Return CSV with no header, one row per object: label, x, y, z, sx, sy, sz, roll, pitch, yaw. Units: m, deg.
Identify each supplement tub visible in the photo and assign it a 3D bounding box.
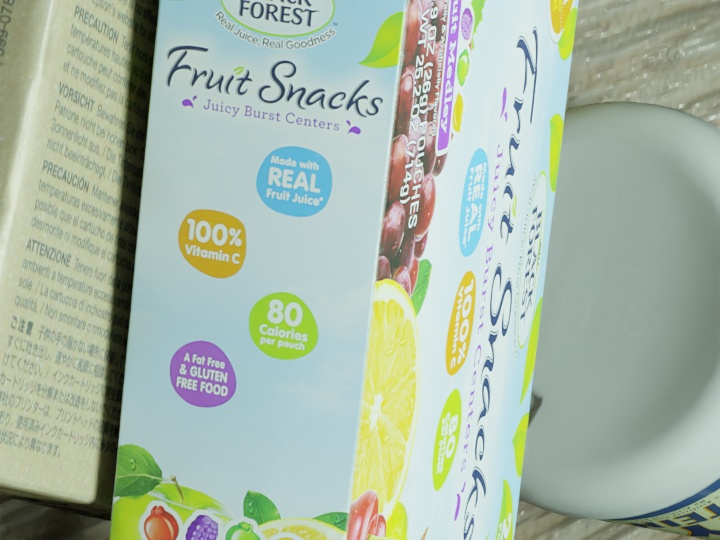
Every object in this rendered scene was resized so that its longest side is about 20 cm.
supplement tub,0.127,0.026,0.981,0.200,0.145,0.145,17,87,-56

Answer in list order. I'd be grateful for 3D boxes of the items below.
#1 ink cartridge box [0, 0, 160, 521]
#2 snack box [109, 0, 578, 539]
ink cartridge box,-0.076,-0.023,0.676,0.200,0.075,0.165,32,67,-70
snack box,0.000,0.000,0.690,0.169,0.068,0.200,-27,126,-70
